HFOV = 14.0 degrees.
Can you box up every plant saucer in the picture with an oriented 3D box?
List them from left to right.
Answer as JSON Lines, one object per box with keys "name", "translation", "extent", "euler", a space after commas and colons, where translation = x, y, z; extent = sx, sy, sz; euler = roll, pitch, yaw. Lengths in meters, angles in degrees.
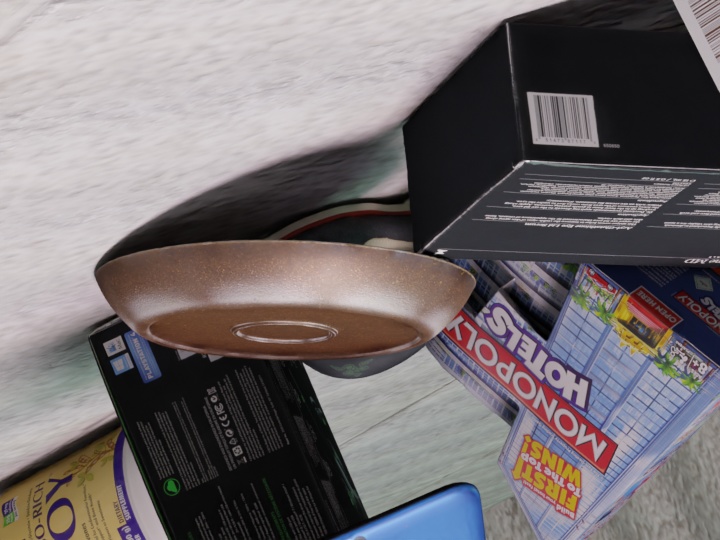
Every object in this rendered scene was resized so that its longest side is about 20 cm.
{"name": "plant saucer", "translation": [-0.039, 0.019, 1.534], "extent": [0.199, 0.032, 0.200], "euler": [1, 167, 0]}

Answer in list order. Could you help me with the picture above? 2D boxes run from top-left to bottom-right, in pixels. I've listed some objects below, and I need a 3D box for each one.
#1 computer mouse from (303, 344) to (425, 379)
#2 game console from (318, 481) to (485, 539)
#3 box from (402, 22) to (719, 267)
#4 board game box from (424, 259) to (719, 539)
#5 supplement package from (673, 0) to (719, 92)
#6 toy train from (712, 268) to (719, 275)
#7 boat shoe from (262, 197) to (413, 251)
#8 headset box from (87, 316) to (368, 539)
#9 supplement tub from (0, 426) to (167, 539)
{"name": "computer mouse", "translation": [0.036, 0.032, 1.975], "extent": [0.199, 0.053, 0.138], "euler": [-17, 169, -40]}
{"name": "game console", "translation": [-0.035, 0.175, 1.626], "extent": [0.199, 0.119, 0.171], "euler": [-22, -160, -11]}
{"name": "box", "translation": [0.139, -0.059, 1.469], "extent": [0.199, 0.079, 0.141], "euler": [2, 158, -21]}
{"name": "board game box", "translation": [0.112, 0.053, 1.616], "extent": [0.062, 0.200, 0.201], "euler": [-30, 151, -41]}
{"name": "supplement package", "translation": [0.239, -0.137, 1.356], "extent": [0.109, 0.114, 0.200], "euler": [-32, 168, 32]}
{"name": "toy train", "translation": [0.244, -0.057, 1.608], "extent": [0.200, 0.150, 0.056], "euler": [-55, 139, 0]}
{"name": "boat shoe", "translation": [0.000, 0.000, 1.677], "extent": [0.071, 0.063, 0.199], "euler": [-29, 169, 37]}
{"name": "headset box", "translation": [-0.069, 0.105, 1.740], "extent": [0.092, 0.175, 0.200], "euler": [-24, 172, 5]}
{"name": "supplement tub", "translation": [-0.179, 0.197, 2.061], "extent": [0.199, 0.146, 0.145], "euler": [-29, 170, 25]}
